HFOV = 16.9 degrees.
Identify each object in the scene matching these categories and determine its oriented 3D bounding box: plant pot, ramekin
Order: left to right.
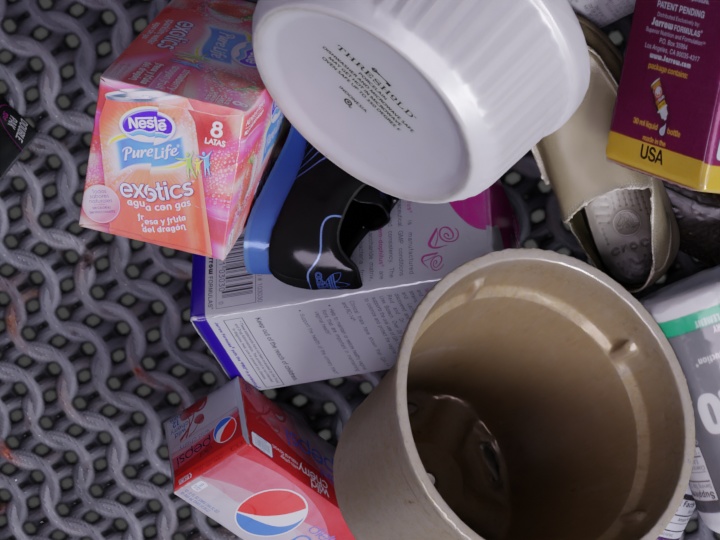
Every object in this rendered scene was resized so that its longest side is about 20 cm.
[{"bbox_3d":[0.026,-0.127,1.417,0.202,0.094,0.203,30,154,17],"label":"ramekin"},{"bbox_3d":[0.075,0.110,1.508,0.200,0.201,0.183,39,150,-8],"label":"plant pot"}]

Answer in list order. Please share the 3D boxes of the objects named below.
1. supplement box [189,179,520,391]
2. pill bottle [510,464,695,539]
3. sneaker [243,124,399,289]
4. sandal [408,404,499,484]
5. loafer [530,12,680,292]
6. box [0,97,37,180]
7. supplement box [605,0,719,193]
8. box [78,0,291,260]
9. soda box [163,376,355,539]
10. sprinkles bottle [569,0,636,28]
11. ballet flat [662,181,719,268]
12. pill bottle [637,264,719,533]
[{"bbox_3d":[0.000,0.000,1.578,0.199,0.102,0.103,-10,145,14],"label":"supplement box"},{"bbox_3d":[0.159,0.162,1.619,0.112,0.112,0.201,25,98,-1],"label":"pill bottle"},{"bbox_3d":[-0.006,-0.076,1.530,0.078,0.201,0.070,13,158,15],"label":"sneaker"},{"bbox_3d":[0.072,0.164,1.678,0.080,0.054,0.201,-15,110,15],"label":"sandal"},{"bbox_3d":[0.149,-0.070,1.506,0.076,0.068,0.200,-24,113,15],"label":"loafer"},{"bbox_3d":[-0.337,-0.098,1.586,0.200,0.149,0.124,45,111,-9],"label":"box"},{"bbox_3d":[0.239,-0.147,1.439,0.130,0.103,0.201,5,101,-32],"label":"supplement box"},{"bbox_3d":[-0.099,-0.096,1.519,0.094,0.200,0.103,13,113,6],"label":"box"},{"bbox_3d":[-0.044,0.155,1.643,0.070,0.064,0.200,-33,133,20],"label":"soda box"},{"bbox_3d":[0.122,-0.173,1.522,0.199,0.068,0.068,-25,106,18],"label":"sprinkles bottle"},{"bbox_3d":[0.228,-0.030,1.583,0.199,0.046,0.068,20,118,-4],"label":"ballet flat"},{"bbox_3d":[0.252,0.097,1.524,0.113,0.113,0.201,-20,93,17],"label":"pill bottle"}]
